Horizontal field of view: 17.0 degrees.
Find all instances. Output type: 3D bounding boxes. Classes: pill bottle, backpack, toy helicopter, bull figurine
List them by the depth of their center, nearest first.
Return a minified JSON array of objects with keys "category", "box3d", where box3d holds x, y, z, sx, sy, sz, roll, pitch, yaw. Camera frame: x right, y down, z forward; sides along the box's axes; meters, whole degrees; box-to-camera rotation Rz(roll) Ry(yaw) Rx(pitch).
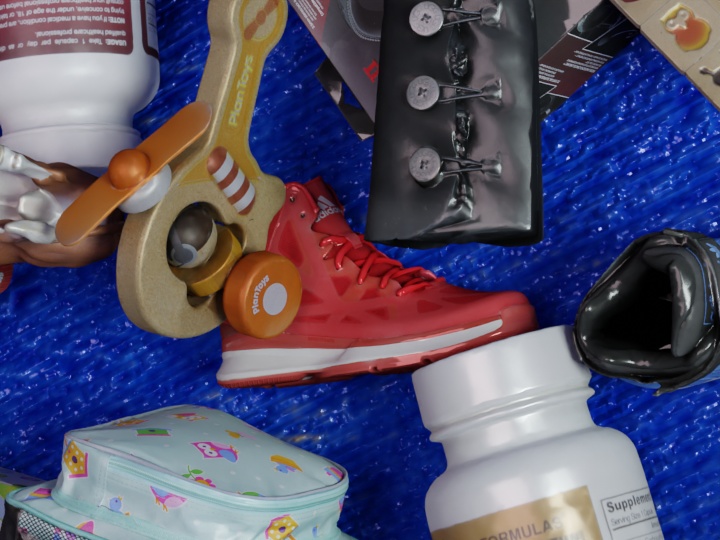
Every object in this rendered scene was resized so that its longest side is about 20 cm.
[{"category":"pill bottle","box3d":[0.095,0.136,1.228,0.114,0.114,0.201,-20,82,27]},{"category":"toy helicopter","box3d":[-0.086,-0.064,1.282,0.079,0.132,0.201,15,92,43]},{"category":"backpack","box3d":[-0.079,0.164,1.299,0.199,0.176,0.154,29,105,23]},{"category":"bull figurine","box3d":[-0.223,-0.037,1.334,0.199,0.121,0.065,1,81,31]},{"category":"pill bottle","box3d":[-0.175,-0.152,1.405,0.113,0.113,0.201,-8,83,29]}]

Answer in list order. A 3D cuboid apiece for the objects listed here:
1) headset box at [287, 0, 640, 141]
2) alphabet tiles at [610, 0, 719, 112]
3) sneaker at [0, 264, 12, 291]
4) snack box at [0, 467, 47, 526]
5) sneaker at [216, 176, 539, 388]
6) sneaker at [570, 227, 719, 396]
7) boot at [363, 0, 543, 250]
[{"category":"headset box","box3d":[0.059,-0.153,1.294,0.200,0.077,0.149,-41,69,20]},{"category":"alphabet tiles","box3d":[0.223,-0.172,1.191,0.200,0.008,0.167,-40,71,-4]},{"category":"sneaker","box3d":[-0.301,-0.055,1.478,0.115,0.078,0.201,-28,73,17]},{"category":"snack box","box3d":[-0.228,0.221,1.449,0.142,0.053,0.201,13,93,29]},{"category":"sneaker","box3d":[0.000,0.000,1.319,0.199,0.078,0.116,-9,84,28]},{"category":"sneaker","box3d":[0.199,0.009,1.185,0.199,0.111,0.077,-19,78,27]},{"category":"boot","box3d":[0.017,-0.110,1.240,0.164,0.066,0.201,-2,91,30]}]
